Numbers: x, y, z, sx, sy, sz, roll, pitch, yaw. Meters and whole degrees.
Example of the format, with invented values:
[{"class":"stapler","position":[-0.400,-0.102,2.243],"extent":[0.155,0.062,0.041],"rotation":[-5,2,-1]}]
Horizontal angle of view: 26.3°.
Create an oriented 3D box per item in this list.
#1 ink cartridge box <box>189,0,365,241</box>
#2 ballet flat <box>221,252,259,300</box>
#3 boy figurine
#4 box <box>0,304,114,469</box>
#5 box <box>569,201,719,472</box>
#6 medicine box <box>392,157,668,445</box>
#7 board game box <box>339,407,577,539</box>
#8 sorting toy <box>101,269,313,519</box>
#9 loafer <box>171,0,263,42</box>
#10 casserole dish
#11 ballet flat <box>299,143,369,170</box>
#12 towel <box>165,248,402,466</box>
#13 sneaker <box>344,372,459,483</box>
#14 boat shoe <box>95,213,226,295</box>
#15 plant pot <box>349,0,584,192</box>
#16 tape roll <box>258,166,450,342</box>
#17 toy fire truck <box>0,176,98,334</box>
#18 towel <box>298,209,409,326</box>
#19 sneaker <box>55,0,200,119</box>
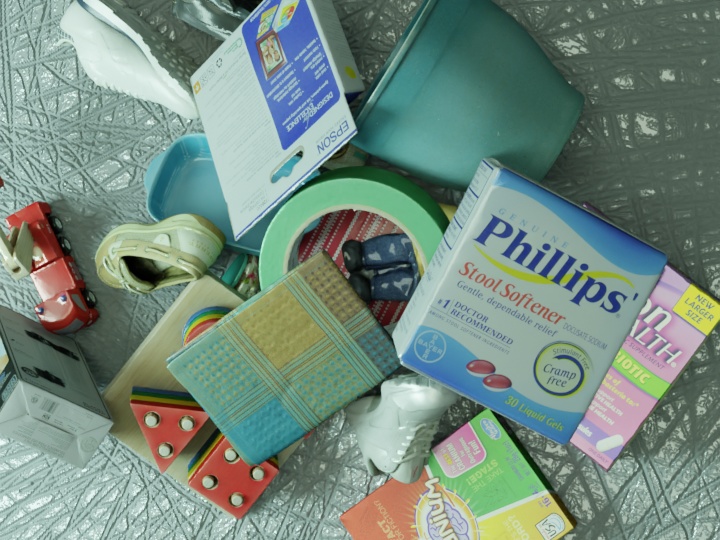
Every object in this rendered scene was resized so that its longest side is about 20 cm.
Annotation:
[{"class":"ink cartridge box","position":[-0.080,-0.163,1.529],"extent":[0.197,0.047,0.202],"rotation":[-38,61,36]},{"class":"ballet flat","position":[-0.155,0.071,1.647],"extent":[0.064,0.076,0.201],"rotation":[33,103,-21]},{"class":"boy figurine","position":[0.086,-0.009,1.563],"extent":[0.198,0.064,0.126],"rotation":[-9,88,17]},{"class":"box","position":[-0.337,0.115,1.600],"extent":[0.116,0.200,0.060],"rotation":[29,100,-31]},{"class":"box","position":[0.238,0.064,1.536],"extent":[0.175,0.097,0.201],"rotation":[37,97,10]},{"class":"medicine box","position":[0.153,0.026,1.429],"extent":[0.181,0.103,0.201],"rotation":[27,98,-6]},{"class":"board game box","position":[0.100,0.258,1.596],"extent":[0.199,0.040,0.154],"rotation":[-38,83,10]},{"class":"sorting toy","position":[-0.145,0.140,1.593],"extent":[0.198,0.070,0.200],"rotation":[37,100,-16]},{"class":"loafer","position":[-0.115,-0.252,1.633],"extent":[0.200,0.073,0.073],"rotation":[40,120,13]},{"class":"casserole dish","position":[-0.131,-0.075,1.626],"extent":[0.198,0.039,0.122],"rotation":[14,65,13]},{"class":"ballet flat","position":[-0.081,-0.161,1.611],"extent":[0.198,0.062,0.068],"rotation":[22,94,18]},{"class":"towel","position":[-0.073,0.089,1.521],"extent":[0.199,0.022,0.147],"rotation":[-35,102,12]},{"class":"sneaker","position":[0.052,0.159,1.536],"extent":[0.077,0.200,0.100],"rotation":[-8,76,-22]},{"class":"boat shoe","position":[-0.219,-0.007,1.607],"extent":[0.200,0.073,0.064],"rotation":[-10,46,44]},{"class":"plant pot","position":[0.111,-0.166,1.523],"extent":[0.187,0.200,0.201],"rotation":[31,97,-5]},{"class":"tape roll","position":[0.000,0.000,1.524],"extent":[0.198,0.048,0.203],"rotation":[4,108,11]},{"class":"toy fire truck","position":[-0.359,-0.025,1.644],"extent":[0.048,0.141,0.202],"rotation":[-26,85,11]},{"class":"towel","position":[0.036,-0.008,1.618],"extent":[0.199,0.022,0.146],"rotation":[29,96,11]},{"class":"sneaker","position":[-0.243,-0.220,1.659],"extent":[0.200,0.076,0.081],"rotation":[42,108,15]}]
